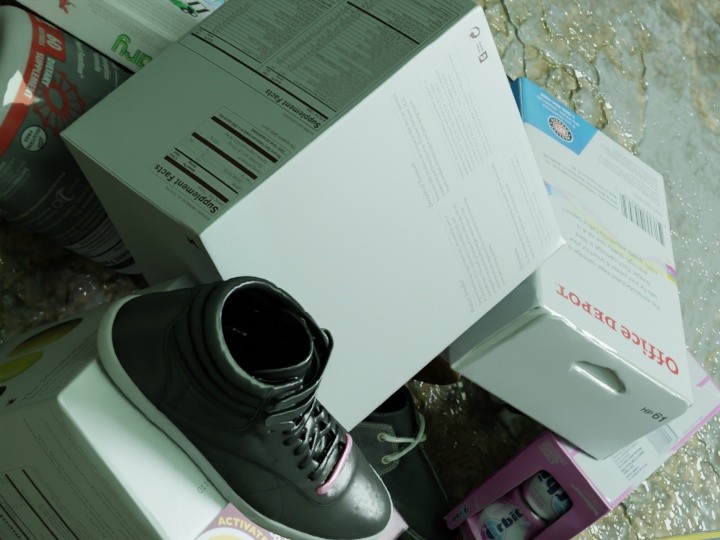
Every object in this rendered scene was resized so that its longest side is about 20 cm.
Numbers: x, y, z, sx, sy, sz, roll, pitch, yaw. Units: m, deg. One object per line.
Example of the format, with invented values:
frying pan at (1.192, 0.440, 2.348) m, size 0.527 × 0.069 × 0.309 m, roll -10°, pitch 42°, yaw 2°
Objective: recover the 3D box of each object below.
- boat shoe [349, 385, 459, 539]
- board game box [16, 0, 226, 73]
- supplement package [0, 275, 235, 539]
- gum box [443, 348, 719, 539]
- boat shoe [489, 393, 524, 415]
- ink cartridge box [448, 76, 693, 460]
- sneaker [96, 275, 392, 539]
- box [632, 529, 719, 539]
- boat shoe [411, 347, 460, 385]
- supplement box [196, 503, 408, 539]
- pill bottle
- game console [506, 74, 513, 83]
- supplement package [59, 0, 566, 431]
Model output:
boat shoe at (0.009, 0.107, 1.407) m, size 0.072 × 0.068 × 0.200 m, roll -43°, pitch 109°, yaw -38°
board game box at (-0.136, -0.165, 1.309) m, size 0.200 × 0.035 × 0.126 m, roll 31°, pitch 24°, yaw -6°
supplement package at (-0.154, 0.095, 1.197) m, size 0.110 × 0.200 × 0.114 m, roll 55°, pitch 52°, yaw -14°
gum box at (0.152, 0.128, 1.447) m, size 0.066 × 0.113 × 0.200 m, roll 51°, pitch 38°, yaw 6°
boat shoe at (0.157, 0.036, 1.542) m, size 0.063 × 0.071 × 0.200 m, roll 50°, pitch 50°, yaw -20°
ink cartridge box at (0.128, -0.001, 1.364) m, size 0.144 × 0.085 × 0.200 m, roll 32°, pitch 38°, yaw -31°
sneaker at (-0.036, 0.076, 1.101) m, size 0.200 × 0.099 × 0.071 m, roll 42°, pitch 54°, yaw -24°
box at (0.137, 0.215, 1.373) m, size 0.199 × 0.160 × 0.049 m, roll -5°, pitch 68°, yaw -13°
boat shoe at (0.000, 0.000, 1.425) m, size 0.200 × 0.071 × 0.069 m, roll 40°, pitch 59°, yaw -21°
supplement box at (-0.088, 0.174, 1.290) m, size 0.131 × 0.103 × 0.200 m, roll 54°, pitch 52°, yaw -13°
pill bottle at (-0.156, -0.067, 1.293) m, size 0.200 × 0.116 × 0.116 m, roll 27°, pitch 63°, yaw -30°
game console at (0.057, -0.071, 1.431) m, size 0.200 × 0.118 × 0.171 m, roll 39°, pitch 83°, yaw -36°
supplement package at (-0.022, -0.046, 1.209) m, size 0.200 × 0.147 × 0.191 m, roll -40°, pitch 135°, yaw -16°
